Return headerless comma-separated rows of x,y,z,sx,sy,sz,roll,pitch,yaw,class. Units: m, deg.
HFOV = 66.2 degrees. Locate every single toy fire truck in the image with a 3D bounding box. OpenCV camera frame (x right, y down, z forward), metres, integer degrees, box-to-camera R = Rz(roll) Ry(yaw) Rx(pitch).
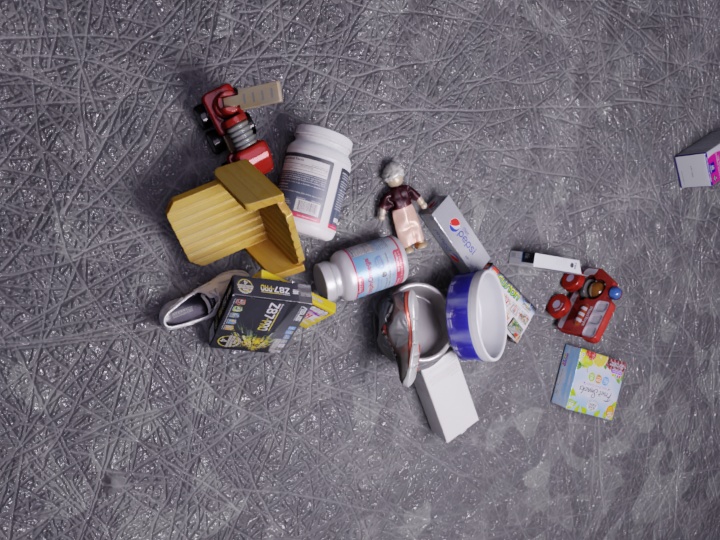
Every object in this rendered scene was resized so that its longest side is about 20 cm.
-0.209,-0.265,1.028,0.126,0.199,0.180,-30,107,-18,toy fire truck
0.611,0.089,1.474,0.111,0.167,0.203,36,80,-23,toy fire truck

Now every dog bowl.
0.270,0.105,1.274,0.198,0.077,0.208,14,74,-56,dog bowl
0.129,0.122,1.267,0.192,0.059,0.208,3,75,-11,dog bowl

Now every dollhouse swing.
-0.230,-0.062,1.023,0.174,0.181,0.203,-35,145,-20,dollhouse swing

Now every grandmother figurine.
0.092,-0.145,1.265,0.118,0.060,0.207,-19,101,-21,grandmother figurine

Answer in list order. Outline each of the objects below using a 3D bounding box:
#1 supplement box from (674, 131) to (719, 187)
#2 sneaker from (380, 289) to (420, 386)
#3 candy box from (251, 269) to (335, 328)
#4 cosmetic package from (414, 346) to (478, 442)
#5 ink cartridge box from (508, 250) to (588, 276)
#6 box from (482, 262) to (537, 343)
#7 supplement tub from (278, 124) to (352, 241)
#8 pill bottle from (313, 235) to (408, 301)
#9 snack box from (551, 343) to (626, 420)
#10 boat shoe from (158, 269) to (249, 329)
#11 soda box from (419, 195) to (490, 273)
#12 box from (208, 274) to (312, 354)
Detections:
1.070,-0.342,1.685,0.196,0.103,0.104,-30,106,-21,supplement box
0.085,0.146,1.196,0.079,0.077,0.208,-3,73,16,sneaker
-0.152,0.062,1.124,0.197,0.101,0.027,28,50,-39,candy box
0.201,0.294,1.346,0.105,0.084,0.206,-25,106,-19,cosmetic package
0.494,-0.019,1.445,0.194,0.099,0.041,9,91,-26,ink cartridge box
0.365,0.085,1.430,0.199,0.034,0.112,41,78,-23,box
-0.097,-0.175,1.124,0.136,0.139,0.207,15,89,-25,supplement tub
0.000,0.000,1.206,0.194,0.108,0.113,-18,103,-22,pill bottle
0.651,0.319,1.573,0.195,0.067,0.175,18,87,-25,snack box
-0.300,0.063,1.094,0.197,0.065,0.075,-32,107,-19,boat shoe
0.229,-0.082,1.331,0.068,0.063,0.201,-45,111,-14,soda box
-0.200,0.092,1.084,0.156,0.201,0.050,7,51,-27,box
